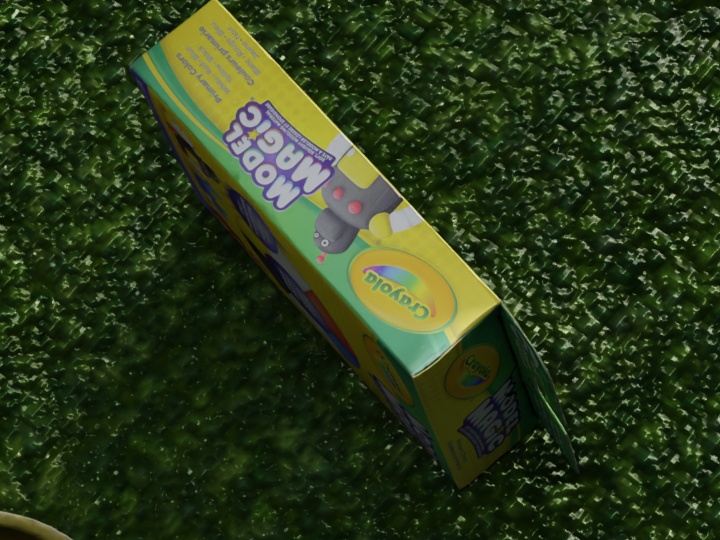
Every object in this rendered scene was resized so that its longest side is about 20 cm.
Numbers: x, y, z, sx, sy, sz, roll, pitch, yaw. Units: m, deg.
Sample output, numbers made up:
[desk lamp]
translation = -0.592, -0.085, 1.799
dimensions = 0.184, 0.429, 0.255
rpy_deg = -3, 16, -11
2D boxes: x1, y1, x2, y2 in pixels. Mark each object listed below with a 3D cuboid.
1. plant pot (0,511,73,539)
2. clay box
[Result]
[plant pot]
translation = -0.194, 0.166, 1.055
dimensions = 0.142, 0.200, 0.200
rpy_deg = 15, 67, 43
[clay box]
translation = 0.000, 0.000, 1.119
dimensions = 0.048, 0.115, 0.200
rpy_deg = -38, 64, -7
